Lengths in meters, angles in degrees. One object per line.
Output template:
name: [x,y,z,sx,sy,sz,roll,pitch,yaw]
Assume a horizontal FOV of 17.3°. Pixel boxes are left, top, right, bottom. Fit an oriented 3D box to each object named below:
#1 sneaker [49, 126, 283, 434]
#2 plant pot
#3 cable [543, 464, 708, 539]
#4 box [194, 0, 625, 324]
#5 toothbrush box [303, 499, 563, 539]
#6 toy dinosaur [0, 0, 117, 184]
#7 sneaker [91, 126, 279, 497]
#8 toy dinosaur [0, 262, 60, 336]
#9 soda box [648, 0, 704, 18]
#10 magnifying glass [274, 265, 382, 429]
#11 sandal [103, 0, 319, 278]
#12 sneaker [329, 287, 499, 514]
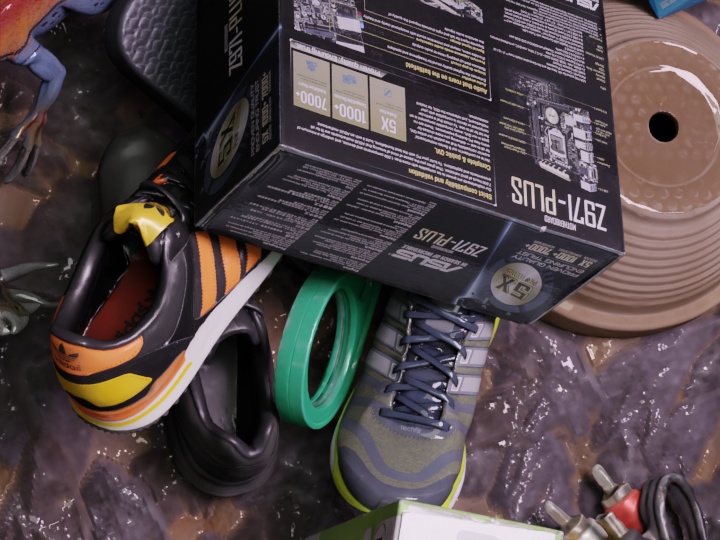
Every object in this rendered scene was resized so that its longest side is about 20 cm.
sneaker: [-0.086,-0.020,1.156,0.070,0.090,0.200,22,68,20]
plant pot: [0.152,-0.068,1.312,0.200,0.093,0.201,4,77,-15]
cable: [0.176,0.193,1.301,0.097,0.050,0.200,-44,105,-36]
box: [0.024,-0.083,1.179,0.200,0.086,0.164,16,56,-28]
toothbrush box: [0.020,0.199,1.161,0.086,0.200,0.146,13,75,-13]
toy dinosaur: [-0.183,-0.149,1.214,0.105,0.200,0.181,35,39,10]
sneaker: [-0.082,0.015,1.231,0.076,0.091,0.200,-20,83,-16]
toy dinosaur: [-0.256,-0.021,1.211,0.200,0.077,0.102,46,59,3]
soda box: [0.237,-0.207,1.345,0.200,0.068,0.064,-24,85,-39]
magnifying glass: [0.000,0.000,1.254,0.022,0.080,0.200,13,49,20]
sandal: [-0.060,-0.077,1.264,0.076,0.043,0.200,-48,114,-21]
sneaker: [0.032,0.044,1.226,0.074,0.081,0.200,12,48,1]
